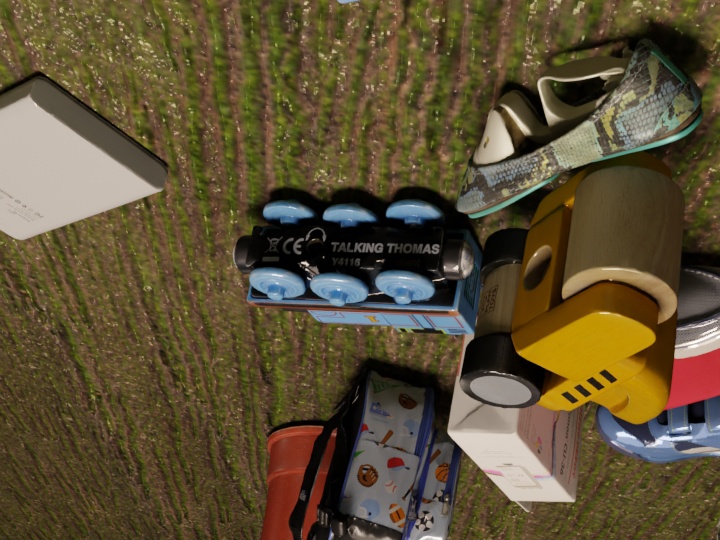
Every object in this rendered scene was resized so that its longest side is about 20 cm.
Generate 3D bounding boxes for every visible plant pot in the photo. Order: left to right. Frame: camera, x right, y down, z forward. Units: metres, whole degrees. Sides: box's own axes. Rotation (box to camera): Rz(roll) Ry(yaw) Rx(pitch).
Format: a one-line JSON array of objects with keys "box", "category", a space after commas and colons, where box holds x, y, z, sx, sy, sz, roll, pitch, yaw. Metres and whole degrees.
[{"box": [-0.033, 0.312, 1.391, 0.199, 0.196, 0.201, 10, 151, 5], "category": "plant pot"}]

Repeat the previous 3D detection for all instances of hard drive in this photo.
[{"box": [-0.268, -0.084, 0.968, 0.199, 0.026, 0.132, -14, 142, 40], "category": "hard drive"}]

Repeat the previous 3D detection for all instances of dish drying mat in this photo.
[{"box": [0.283, 0.064, 0.974, 0.200, 0.018, 0.077, -31, 87, 52], "category": "dish drying mat"}]

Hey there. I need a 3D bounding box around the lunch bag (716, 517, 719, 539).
[{"box": [0.460, 0.248, 1.166, 0.163, 0.118, 0.200, 14, 147, -5], "category": "lunch bag"}]

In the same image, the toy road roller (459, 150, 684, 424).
[{"box": [0.169, 0.027, 0.806, 0.145, 0.124, 0.200, 24, 148, -16], "category": "toy road roller"}]

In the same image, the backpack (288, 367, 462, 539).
[{"box": [0.024, 0.201, 1.192, 0.153, 0.192, 0.200, 11, 157, -9], "category": "backpack"}]

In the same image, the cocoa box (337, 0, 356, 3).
[{"box": [0.012, -0.228, 0.476, 0.133, 0.132, 0.200, -5, 147, 30], "category": "cocoa box"}]

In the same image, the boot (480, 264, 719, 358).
[{"box": [0.192, 0.020, 0.911, 0.199, 0.073, 0.090, -8, 151, 35], "category": "boot"}]

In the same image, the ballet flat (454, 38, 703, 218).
[{"box": [0.123, -0.093, 0.761, 0.074, 0.075, 0.199, 31, 145, -31], "category": "ballet flat"}]

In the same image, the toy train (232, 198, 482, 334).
[{"box": [0.000, 0.000, 0.949, 0.199, 0.087, 0.114, 1, 155, 22], "category": "toy train"}]

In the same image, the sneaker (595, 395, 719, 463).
[{"box": [0.311, 0.127, 1.064, 0.199, 0.074, 0.082, 2, 146, 8], "category": "sneaker"}]

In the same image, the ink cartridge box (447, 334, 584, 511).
[{"box": [0.154, 0.136, 1.094, 0.067, 0.117, 0.200, -4, 149, 28], "category": "ink cartridge box"}]
